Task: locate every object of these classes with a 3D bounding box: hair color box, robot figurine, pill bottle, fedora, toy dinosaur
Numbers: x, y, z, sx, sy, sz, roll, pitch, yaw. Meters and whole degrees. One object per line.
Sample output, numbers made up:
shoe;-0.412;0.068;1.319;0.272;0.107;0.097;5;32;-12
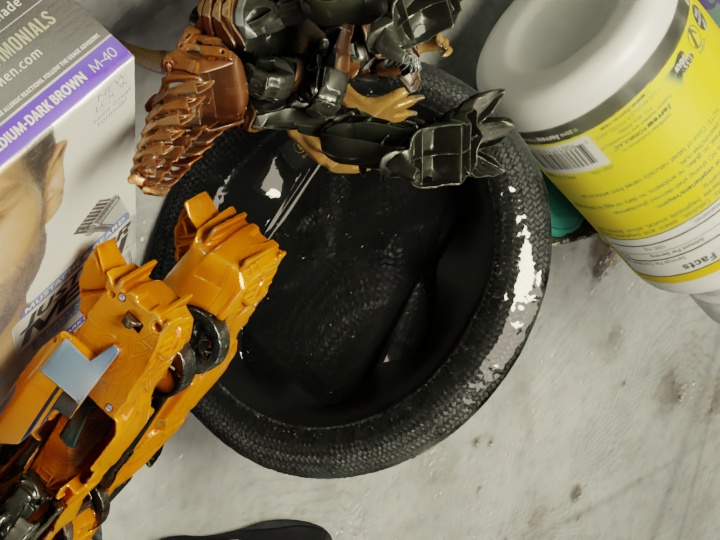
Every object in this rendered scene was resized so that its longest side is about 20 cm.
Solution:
hair color box;-0.143;-0.018;0.657;0.109;0.065;0.200;-44;167;-21
robot figurine;-0.115;0.063;0.735;0.200;0.058;0.145;-52;170;30
pill bottle;0.158;-0.062;0.881;0.200;0.112;0.113;44;76;-31
fedora;0.000;0.000;0.829;0.202;0.200;0.092;-67;167;1
toy dinosaur;-0.018;-0.080;0.662;0.201;0.135;0.102;-61;147;-27
toy dinosaur;-0.027;-0.097;0.766;0.199;0.107;0.060;-22;160;-13

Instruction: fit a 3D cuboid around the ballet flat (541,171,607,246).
ballet flat;0.102;-0.043;0.946;0.199;0.064;0.076;10;74;-45

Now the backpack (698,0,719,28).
backpack;0.257;-0.146;0.970;0.150;0.177;0.202;-12;111;-44

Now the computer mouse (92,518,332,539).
computer mouse;-0.085;0.198;0.886;0.199;0.046;0.141;10;99;-45
